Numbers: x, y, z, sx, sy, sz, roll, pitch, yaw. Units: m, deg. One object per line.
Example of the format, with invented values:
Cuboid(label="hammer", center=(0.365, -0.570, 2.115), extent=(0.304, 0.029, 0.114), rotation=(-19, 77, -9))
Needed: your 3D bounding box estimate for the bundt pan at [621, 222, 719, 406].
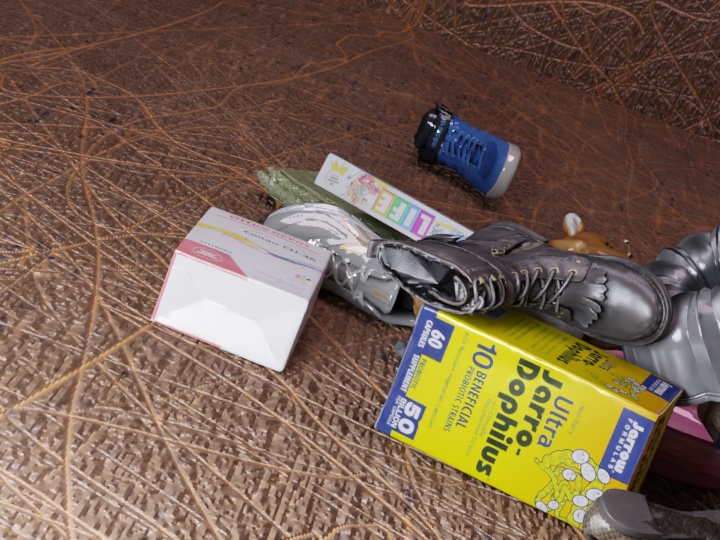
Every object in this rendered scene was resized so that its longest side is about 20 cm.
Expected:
Cuboid(label="bundt pan", center=(0.293, 0.023, 1.612), extent=(0.202, 0.200, 0.076), rotation=(-90, 155, -68))

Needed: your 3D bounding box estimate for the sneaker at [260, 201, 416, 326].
Cuboid(label="sneaker", center=(0.000, 0.000, 1.816), extent=(0.198, 0.076, 0.092), rotation=(17, 20, -11))

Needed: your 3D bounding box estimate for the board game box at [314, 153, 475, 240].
Cuboid(label="board game box", center=(0.066, -0.042, 1.920), extent=(0.199, 0.034, 0.134), rotation=(31, 3, 27))

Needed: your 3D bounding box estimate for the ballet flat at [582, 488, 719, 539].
Cuboid(label="ballet flat", center=(0.246, 0.209, 1.480), extent=(0.199, 0.047, 0.068), rotation=(17, 33, -26))

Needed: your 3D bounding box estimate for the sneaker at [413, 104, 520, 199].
Cuboid(label="sneaker", center=(0.124, -0.150, 2.483), extent=(0.110, 0.077, 0.200), rotation=(23, 10, -16))

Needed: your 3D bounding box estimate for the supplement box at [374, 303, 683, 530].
Cuboid(label="supplement box", center=(0.131, 0.106, 1.542), extent=(0.199, 0.110, 0.109), rotation=(25, 15, 14))

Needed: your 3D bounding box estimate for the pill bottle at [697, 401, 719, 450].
Cuboid(label="pill bottle", center=(0.365, 0.160, 1.596), extent=(0.110, 0.111, 0.201), rotation=(5, 44, -46))

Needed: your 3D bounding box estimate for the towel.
Cuboid(label="towel", center=(-0.001, -0.054, 2.069), extent=(0.199, 0.037, 0.148), rotation=(31, 17, 35))

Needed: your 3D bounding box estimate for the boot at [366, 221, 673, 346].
Cuboid(label="boot", center=(0.121, 0.016, 1.527), extent=(0.199, 0.070, 0.174), rotation=(21, 16, 29))

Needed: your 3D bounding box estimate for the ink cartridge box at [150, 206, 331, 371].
Cuboid(label="ink cartridge box", center=(-0.093, 0.007, 1.665), extent=(0.116, 0.068, 0.200), rotation=(21, 15, 0))

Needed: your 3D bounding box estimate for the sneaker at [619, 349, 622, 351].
Cuboid(label="sneaker", center=(0.245, 0.054, 1.875), extent=(0.199, 0.113, 0.073), rotation=(25, 16, 14))

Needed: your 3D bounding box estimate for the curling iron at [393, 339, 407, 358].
Cuboid(label="curling iron", center=(0.109, 0.107, 1.663), extent=(0.199, 0.026, 0.050), rotation=(25, 52, 29))

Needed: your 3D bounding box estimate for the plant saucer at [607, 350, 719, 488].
Cuboid(label="plant saucer", center=(0.267, 0.133, 1.751), extent=(0.199, 0.051, 0.201), rotation=(19, 15, -5))

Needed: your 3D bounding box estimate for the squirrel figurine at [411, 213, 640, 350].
Cuboid(label="squirrel figurine", center=(0.148, 0.016, 1.735), extent=(0.198, 0.143, 0.187), rotation=(-3, 19, 27))
